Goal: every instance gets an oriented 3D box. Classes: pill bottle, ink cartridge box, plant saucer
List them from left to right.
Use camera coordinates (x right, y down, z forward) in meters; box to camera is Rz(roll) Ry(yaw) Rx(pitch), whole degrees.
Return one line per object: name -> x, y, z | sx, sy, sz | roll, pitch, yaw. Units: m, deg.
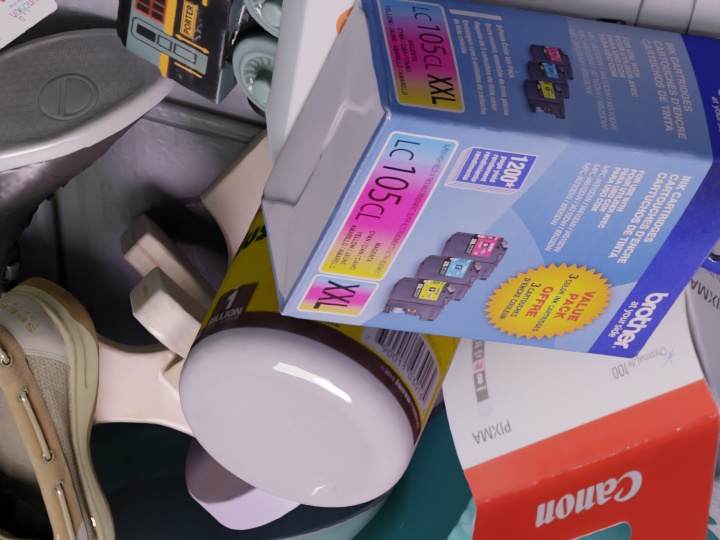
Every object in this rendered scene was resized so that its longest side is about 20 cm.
plant saucer -> -0.078, 0.120, 1.544 | 0.199, 0.200, 0.036 | 6, 110, 23
pill bottle -> 0.000, 0.000, 1.355 | 0.109, 0.201, 0.110 | 15, 141, 12
ink cartridge box -> 0.075, -0.036, 1.243 | 0.199, 0.077, 0.137 | 5, 141, -21
ink cartridge box -> 0.098, 0.049, 1.358 | 0.057, 0.201, 0.162 | 36, 141, -26

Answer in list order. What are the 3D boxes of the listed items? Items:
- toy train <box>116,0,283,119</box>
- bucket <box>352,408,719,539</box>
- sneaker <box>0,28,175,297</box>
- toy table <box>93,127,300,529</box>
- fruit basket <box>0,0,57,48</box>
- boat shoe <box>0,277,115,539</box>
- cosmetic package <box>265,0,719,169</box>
toy train -> -0.046, -0.150, 1.310 | 0.114, 0.085, 0.200 | 27, 143, 13
bucket -> 0.070, 0.165, 1.515 | 0.135, 0.208, 0.207 | 38, 140, -12
sneaker -> -0.170, -0.039, 1.449 | 0.071, 0.199, 0.099 | 53, 169, 38
toy table -> -0.067, 0.034, 1.466 | 0.117, 0.184, 0.200 | 44, 172, -14
fruit basket -> -0.248, -0.154, 1.382 | 0.185, 0.094, 0.200 | 39, 155, -17
boat shoe -> -0.161, 0.102, 1.422 | 0.073, 0.063, 0.202 | 26, 128, 29
cosmetic package -> 0.067, -0.101, 1.259 | 0.199, 0.052, 0.151 | -1, 140, -10
